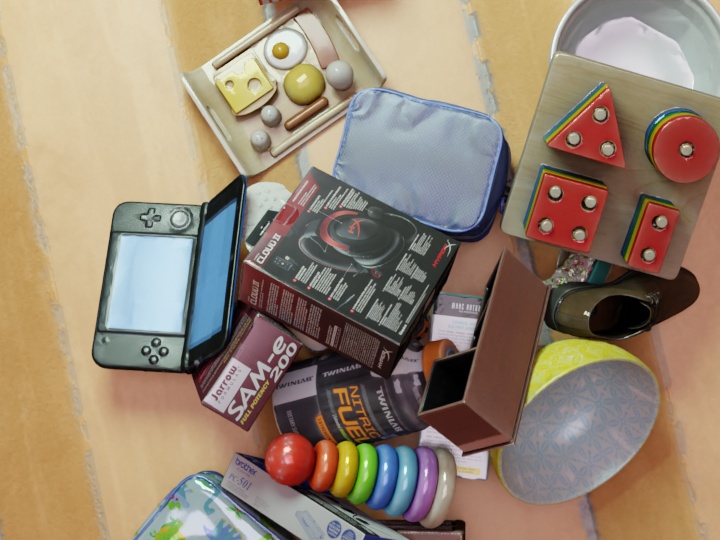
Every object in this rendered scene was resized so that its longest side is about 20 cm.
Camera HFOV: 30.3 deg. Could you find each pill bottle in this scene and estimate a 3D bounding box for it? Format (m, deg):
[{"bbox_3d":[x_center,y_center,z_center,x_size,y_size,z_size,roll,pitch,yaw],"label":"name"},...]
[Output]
[{"bbox_3d":[0.013,0.130,1.432,0.199,0.106,0.107,-17,85,23],"label":"pill bottle"}]

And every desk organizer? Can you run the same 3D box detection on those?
[{"bbox_3d":[0.129,0.081,1.366,0.077,0.072,0.201,40,50,-27],"label":"desk organizer"}]

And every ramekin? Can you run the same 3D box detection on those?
[{"bbox_3d":[0.303,-0.218,1.472,0.199,0.105,0.202,0,86,2],"label":"ramekin"}]

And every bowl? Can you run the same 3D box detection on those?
[{"bbox_3d":[0.212,0.144,1.440,0.200,0.200,0.108,-37,42,0],"label":"bowl"}]

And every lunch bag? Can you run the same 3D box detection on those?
[{"bbox_3d":[0.077,-0.111,1.462,0.199,0.132,0.137,17,89,9],"label":"lunch bag"},{"bbox_3d":[-0.157,0.332,1.469,0.200,0.082,0.161,38,88,5],"label":"lunch bag"}]

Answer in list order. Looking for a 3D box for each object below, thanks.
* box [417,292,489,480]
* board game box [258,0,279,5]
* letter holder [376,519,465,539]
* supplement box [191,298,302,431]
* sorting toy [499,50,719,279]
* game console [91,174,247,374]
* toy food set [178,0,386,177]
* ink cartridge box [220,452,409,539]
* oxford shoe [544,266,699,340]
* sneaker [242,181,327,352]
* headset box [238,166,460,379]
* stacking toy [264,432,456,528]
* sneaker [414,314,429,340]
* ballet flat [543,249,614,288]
[{"bbox_3d":[0.111,0.128,1.485,0.082,0.049,0.201,7,87,3],"label":"box"},{"bbox_3d":[-0.059,-0.413,1.511,0.150,0.046,0.201,-11,72,2],"label":"board game box"},{"bbox_3d":[0.045,0.378,1.448,0.141,0.101,0.202,0,86,5],"label":"letter holder"},{"bbox_3d":[-0.125,0.095,1.421,0.061,0.200,0.109,33,89,-10],"label":"supplement box"},{"bbox_3d":[0.270,-0.102,1.384,0.199,0.070,0.200,15,106,-3],"label":"sorting toy"},{"bbox_3d":[-0.209,0.001,1.451,0.169,0.118,0.201,3,69,4],"label":"game console"},{"bbox_3d":[-0.089,-0.220,1.513,0.199,0.060,0.144,-34,86,0],"label":"toy food set"},{"bbox_3d":[-0.049,0.259,1.415,0.199,0.094,0.044,24,90,38],"label":"ink cartridge box"},{"bbox_3d":[0.300,0.042,1.438,0.199,0.084,0.073,-14,110,-29],"label":"oxford shoe"},{"bbox_3d":[-0.082,-0.004,1.458,0.076,0.081,0.201,-19,69,-11],"label":"sneaker"},{"bbox_3d":[-0.020,-0.005,1.363,0.199,0.075,0.149,27,56,8],"label":"headset box"},{"bbox_3d":[-0.003,0.210,1.396,0.199,0.085,0.086,15,87,-13],"label":"stacking toy"},{"bbox_3d":[0.000,0.000,1.468,0.200,0.112,0.078,39,88,5],"label":"sneaker"},{"bbox_3d":[0.266,-0.044,1.484,0.064,0.076,0.201,27,82,36],"label":"ballet flat"}]
